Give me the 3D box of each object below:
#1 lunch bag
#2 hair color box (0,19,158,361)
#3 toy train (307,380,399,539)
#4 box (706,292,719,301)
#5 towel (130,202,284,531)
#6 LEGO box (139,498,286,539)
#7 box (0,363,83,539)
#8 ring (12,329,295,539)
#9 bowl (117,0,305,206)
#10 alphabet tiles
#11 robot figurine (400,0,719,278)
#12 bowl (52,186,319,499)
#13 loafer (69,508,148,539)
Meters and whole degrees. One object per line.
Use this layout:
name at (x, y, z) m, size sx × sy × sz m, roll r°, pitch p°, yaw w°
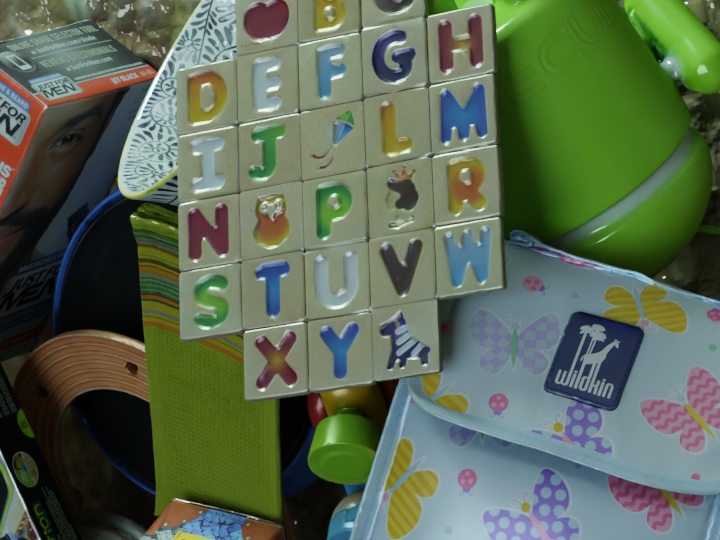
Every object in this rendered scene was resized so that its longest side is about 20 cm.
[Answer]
lunch bag at (0.094, 0.095, 1.294) m, size 0.169 × 0.127 × 0.201 m, roll 20°, pitch 92°, yaw 13°
hair color box at (-0.199, -0.035, 1.578) m, size 0.064 × 0.111 × 0.201 m, roll 37°, pitch 119°, yaw 19°
toy train at (-0.004, 0.052, 1.397) m, size 0.084 × 0.116 × 0.200 m, roll -3°, pitch 140°, yaw 13°
box at (0.163, 0.036, 1.401) m, size 0.199 × 0.041 × 0.039 m, roll -16°, pitch 92°, yaw 35°
towel at (-0.078, 0.062, 1.465) m, size 0.086 × 0.018 × 0.201 m, roll 22°, pitch 131°, yaw 29°
LEGO box at (-0.087, 0.249, 1.505) m, size 0.077 × 0.149 × 0.201 m, roll 11°, pitch 134°, yaw 31°
box at (-0.228, 0.106, 1.542) m, size 0.110 × 0.035 × 0.201 m, roll -27°, pitch 87°, yaw 31°
ring at (-0.114, 0.118, 1.563) m, size 0.200 × 0.019 × 0.201 m, roll 23°, pitch 132°, yaw 29°
bowl at (-0.030, -0.098, 1.438) m, size 0.094 × 0.201 × 0.201 m, roll 33°, pitch 124°, yaw -18°
alphabet tiles at (-0.012, -0.044, 1.293) m, size 0.166 × 0.006 × 0.201 m, roll -9°, pitch 73°, yaw 26°
robot figurine at (0.092, -0.073, 1.358) m, size 0.175 × 0.116 × 0.200 m, roll -36°, pitch 106°, yaw 0°
bowl at (-0.088, 0.038, 1.566) m, size 0.200 × 0.039 × 0.202 m, roll 8°, pitch 105°, yaw 32°
loafer at (-0.182, 0.177, 1.596) m, size 0.199 × 0.071 × 0.073 m, roll 8°, pitch 124°, yaw 38°
